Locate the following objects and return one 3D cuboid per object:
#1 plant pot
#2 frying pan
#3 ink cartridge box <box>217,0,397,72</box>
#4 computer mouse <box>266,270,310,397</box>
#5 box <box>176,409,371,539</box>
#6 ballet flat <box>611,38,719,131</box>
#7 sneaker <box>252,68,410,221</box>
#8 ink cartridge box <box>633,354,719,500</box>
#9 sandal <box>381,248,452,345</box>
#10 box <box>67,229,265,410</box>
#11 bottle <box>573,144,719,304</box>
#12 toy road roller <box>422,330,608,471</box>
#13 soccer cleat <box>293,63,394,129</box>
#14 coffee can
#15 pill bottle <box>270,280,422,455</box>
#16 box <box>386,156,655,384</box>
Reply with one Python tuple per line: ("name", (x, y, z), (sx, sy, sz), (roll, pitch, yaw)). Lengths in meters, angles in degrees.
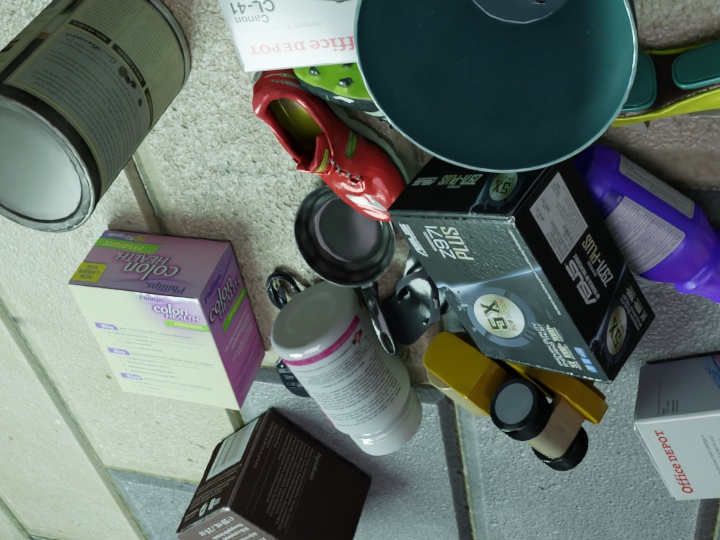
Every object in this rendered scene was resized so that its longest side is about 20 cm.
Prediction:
("plant pot", (0.108, -0.195, 0.651), (0.197, 0.136, 0.202), (12, 137, 12))
("frying pan", (0.010, -0.011, 0.926), (0.190, 0.031, 0.115), (46, 121, -6))
("ink cartridge box", (-0.049, -0.267, 0.684), (0.145, 0.086, 0.202), (1, 132, 22))
("computer mouse", (-0.081, 0.079, 1.091), (0.058, 0.034, 0.202), (0, 127, 11))
("box", (-0.123, 0.342, 1.269), (0.199, 0.165, 0.166), (37, 136, -16))
("ballet flat", (0.245, -0.143, 0.704), (0.197, 0.068, 0.067), (-6, 152, 25))
("sneaker", (-0.032, -0.108, 0.827), (0.077, 0.085, 0.200), (-35, 114, 30))
("ink cartridge box", (0.407, 0.161, 0.920), (0.198, 0.085, 0.145), (-14, 126, 33))
("sandal", (0.065, 0.029, 0.938), (0.076, 0.043, 0.201), (39, 144, 11))
("box", (-0.231, 0.062, 1.084), (0.173, 0.097, 0.202), (6, 136, 18))
("bottle", (0.270, -0.033, 0.797), (0.198, 0.066, 0.084), (30, 143, -8))
("toy road roller", (0.180, 0.106, 0.949), (0.123, 0.147, 0.199), (39, 174, -39))
("soccer cleat", (0.034, -0.151, 0.784), (0.197, 0.068, 0.081), (15, 150, 8))
("coffee can", (-0.260, -0.156, 0.799), (0.144, 0.201, 0.148), (12, 137, 12))
("pill bottle", (-0.010, 0.119, 1.033), (0.112, 0.114, 0.201), (-12, 128, 32))
("box", (0.144, -0.006, 0.794), (0.163, 0.086, 0.201), (9, 141, 54))
